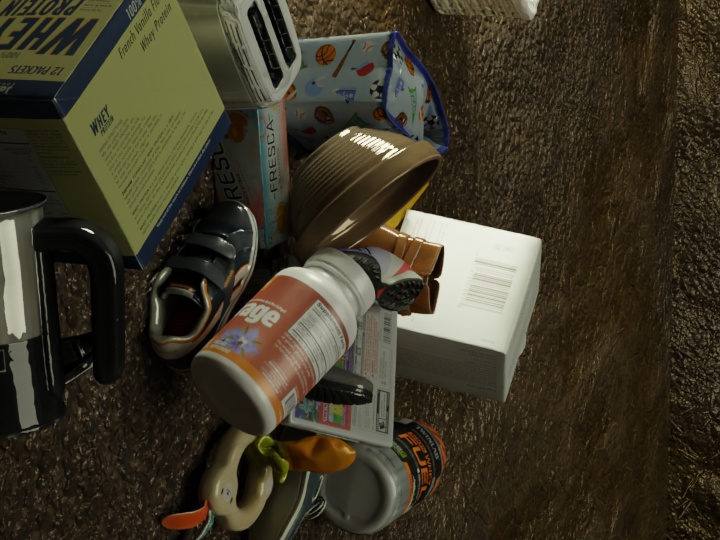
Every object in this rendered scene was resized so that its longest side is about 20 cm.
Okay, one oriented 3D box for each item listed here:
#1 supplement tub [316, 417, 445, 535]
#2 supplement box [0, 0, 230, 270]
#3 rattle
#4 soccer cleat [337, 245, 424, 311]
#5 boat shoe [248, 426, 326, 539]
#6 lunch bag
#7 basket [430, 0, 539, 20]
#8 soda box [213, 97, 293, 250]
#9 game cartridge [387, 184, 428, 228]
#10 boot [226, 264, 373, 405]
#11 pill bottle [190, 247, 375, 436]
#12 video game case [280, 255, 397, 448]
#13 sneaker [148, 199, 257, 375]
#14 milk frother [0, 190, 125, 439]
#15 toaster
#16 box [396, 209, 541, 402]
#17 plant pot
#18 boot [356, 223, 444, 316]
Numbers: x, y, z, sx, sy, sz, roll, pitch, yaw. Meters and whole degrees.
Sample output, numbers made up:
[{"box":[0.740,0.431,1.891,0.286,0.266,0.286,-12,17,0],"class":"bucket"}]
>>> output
[{"box":[0.033,0.267,1.968,0.200,0.122,0.123,-20,111,-63],"class":"supplement tub"},{"box":[-0.242,-0.143,1.320,0.201,0.134,0.200,-65,148,-36],"class":"supplement box"},{"box":[-0.113,0.255,1.654,0.200,0.142,0.131,-35,143,-66],"class":"rattle"},{"box":[0.000,0.000,1.731,0.068,0.073,0.200,-51,151,15],"class":"soccer cleat"},{"box":[-0.081,0.269,1.794,0.062,0.075,0.201,53,37,-38],"class":"boat shoe"},{"box":[0.001,-0.190,1.776,0.200,0.169,0.125,39,57,-61],"class":"lunch bag"},{"box":[0.169,-0.488,2.094,0.200,0.160,0.199,50,49,-56],"class":"basket"},{"box":[-0.123,-0.127,1.652,0.068,0.063,0.201,-30,120,-61],"class":"soda box"},{"box":[0.033,-0.164,2.015,0.176,0.032,0.201,-51,136,-49],"class":"game cartridge"},{"box":[-0.066,0.067,1.655,0.070,0.199,0.132,106,2,-71],"class":"boot"},{"box":[-0.077,0.070,1.559,0.200,0.112,0.113,-46,137,-29],"class":"pill bottle"},{"box":[-0.023,0.099,1.756,0.182,0.023,0.201,20,67,-45],"class":"video game case"},{"box":[-0.166,0.006,1.564,0.079,0.078,0.201,55,47,-60],"class":"sneaker"},{"box":[-0.293,0.024,1.273,0.200,0.179,0.189,-144,-129,-69],"class":"milk frother"},{"box":[-0.145,-0.239,1.513,0.114,0.128,0.201,-61,145,-40],"class":"toaster"},{"box":[0.130,0.047,2.023,0.131,0.199,0.200,84,23,-54],"class":"box"},{"box":[-0.011,-0.098,1.674,0.093,0.201,0.201,52,27,9],"class":"plant pot"},{"box":[0.033,-0.039,1.883,0.074,0.154,0.201,-13,106,-64],"class":"boot"}]
